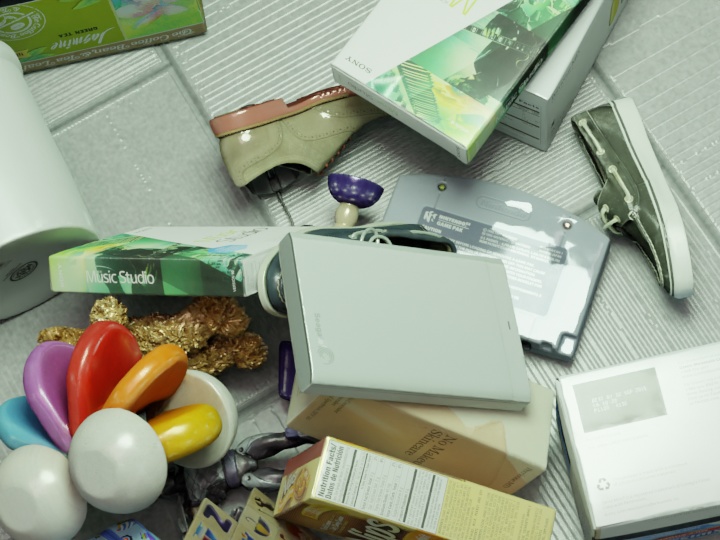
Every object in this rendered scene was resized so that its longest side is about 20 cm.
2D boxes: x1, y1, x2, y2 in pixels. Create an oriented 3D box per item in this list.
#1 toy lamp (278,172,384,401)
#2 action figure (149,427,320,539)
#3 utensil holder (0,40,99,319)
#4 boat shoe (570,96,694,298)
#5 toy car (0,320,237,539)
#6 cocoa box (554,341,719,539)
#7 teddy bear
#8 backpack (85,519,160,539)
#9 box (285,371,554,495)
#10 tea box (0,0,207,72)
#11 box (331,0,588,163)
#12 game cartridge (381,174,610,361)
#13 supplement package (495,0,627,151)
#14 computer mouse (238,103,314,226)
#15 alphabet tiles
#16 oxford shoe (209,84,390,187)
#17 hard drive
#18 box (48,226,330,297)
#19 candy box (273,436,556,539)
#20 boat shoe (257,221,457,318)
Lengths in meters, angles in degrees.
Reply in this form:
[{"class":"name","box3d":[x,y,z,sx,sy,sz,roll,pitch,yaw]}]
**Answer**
[{"class":"toy lamp","box3d":[-0.029,0.018,1.628,0.058,0.058,0.201,14,81,11]},{"class":"action figure","box3d":[-0.094,0.164,1.586,0.199,0.069,0.131,-13,77,5]},{"class":"utensil holder","box3d":[-0.340,-0.076,1.648,0.170,0.170,0.200,-28,72,-5]},{"class":"boat shoe","box3d":[0.237,-0.058,1.638,0.063,0.071,0.201,-16,61,-1]},{"class":"toy car","box3d":[-0.211,0.120,1.501,0.200,0.175,0.150,-25,92,27]},{"class":"cocoa box","box3d":[0.268,0.143,1.523,0.199,0.131,0.134,-12,69,1]},{"class":"teddy bear","box3d":[-0.177,0.074,1.591,0.199,0.145,0.067,-5,58,-2]},{"class":"backpack","box3d":[-0.154,0.284,1.493,0.134,0.183,0.200,-37,62,-18]},{"class":"box","box3d":[0.050,0.112,1.525,0.199,0.095,0.078,23,53,-17]},{"class":"tea box","box3d":[-0.259,-0.297,1.703,0.199,0.197,0.134,-12,68,2]},{"class":"box","box3d":[0.090,-0.209,1.597,0.144,0.036,0.200,33,78,16]},{"class":"game cartridge","box3d":[0.112,-0.010,1.647,0.199,0.041,0.134,18,76,12]},{"class":"supplement package","box3d":[0.145,-0.241,1.689,0.155,0.111,0.200,25,75,14]},{"class":"computer mouse","box3d":[-0.073,-0.066,1.687,0.058,0.034,0.201,-22,70,-4]},{"class":"alphabet tiles","box3d":[-0.064,0.243,1.454,0.167,0.200,0.008,39,109,-6]},{"class":"oxford shoe","box3d":[-0.037,-0.124,1.680,0.199,0.070,0.075,-15,93,-21]},{"class":"hard drive","box3d":[0.036,0.042,1.482,0.199,0.026,0.132,7,58,-29]},{"class":"box","box3d":[-0.143,-0.010,1.584,0.199,0.144,0.036,-1,101,30]},{"class":"candy box","box3d":[0.042,0.195,1.499,0.199,0.115,0.056,18,70,-13]},{"class":"boat shoe","box3d":[0.000,0.000,1.545,0.062,0.200,0.075,6,99,42]}]
